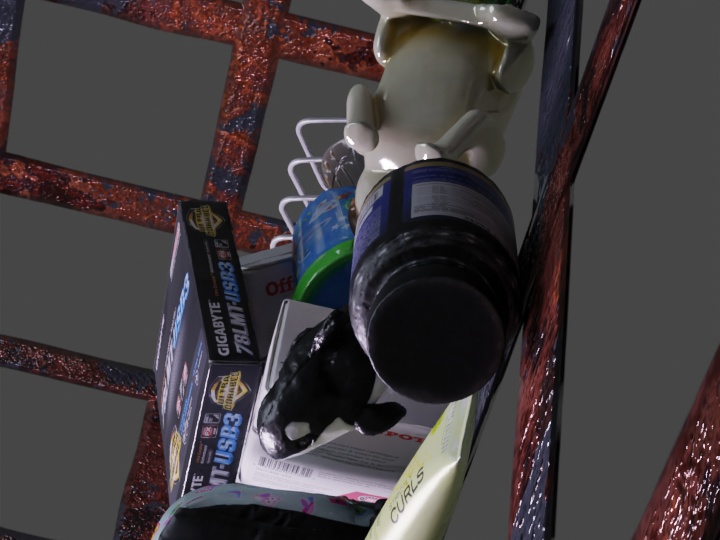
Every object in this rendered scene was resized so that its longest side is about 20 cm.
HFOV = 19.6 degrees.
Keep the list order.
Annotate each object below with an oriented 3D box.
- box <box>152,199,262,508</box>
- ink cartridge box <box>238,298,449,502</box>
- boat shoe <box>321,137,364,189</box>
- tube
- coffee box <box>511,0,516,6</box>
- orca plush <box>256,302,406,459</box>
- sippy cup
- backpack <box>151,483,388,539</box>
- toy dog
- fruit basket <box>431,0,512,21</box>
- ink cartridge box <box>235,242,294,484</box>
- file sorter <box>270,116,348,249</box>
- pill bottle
[{"bbox_3d":[-0.131,0.079,1.723,0.199,0.050,0.200,-106,23,-46],"label":"box"},{"bbox_3d":[-0.010,0.111,1.625,0.200,0.145,0.084,110,172,-63],"label":"ink cartridge box"},{"bbox_3d":[0.050,-0.115,1.810,0.200,0.073,0.075,-20,88,46],"label":"boat shoe"},{"bbox_3d":[0.045,0.152,1.421,0.058,0.052,0.200,58,146,27],"label":"tube"},{"bbox_3d":[0.093,-0.233,1.850,0.113,0.080,0.200,111,172,-65],"label":"coffee box"},{"bbox_3d":[0.003,0.053,1.474,0.105,0.200,0.071,64,-178,33],"label":"orca plush"},{"bbox_3d":[0.000,0.000,1.738,0.130,0.178,0.140,-109,0,-53],"label":"sippy cup"},{"bbox_3d":[-0.065,0.239,1.587,0.127,0.200,0.167,142,140,-85],"label":"backpack"},{"bbox_3d":[0.051,-0.102,1.587,0.194,0.139,0.200,19,-96,-80],"label":"toy dog"},{"bbox_3d":[0.076,-0.261,1.688,0.185,0.094,0.200,-60,-22,-27],"label":"fruit basket"},{"bbox_3d":[-0.053,0.078,1.852,0.084,0.144,0.200,4,106,50],"label":"ink cartridge box"},{"bbox_3d":[-0.008,-0.035,2.023,0.139,0.124,0.200,65,-150,-52],"label":"file sorter"},{"bbox_3d":[0.048,0.007,1.352,0.200,0.112,0.112,-84,8,-69],"label":"pill bottle"}]
